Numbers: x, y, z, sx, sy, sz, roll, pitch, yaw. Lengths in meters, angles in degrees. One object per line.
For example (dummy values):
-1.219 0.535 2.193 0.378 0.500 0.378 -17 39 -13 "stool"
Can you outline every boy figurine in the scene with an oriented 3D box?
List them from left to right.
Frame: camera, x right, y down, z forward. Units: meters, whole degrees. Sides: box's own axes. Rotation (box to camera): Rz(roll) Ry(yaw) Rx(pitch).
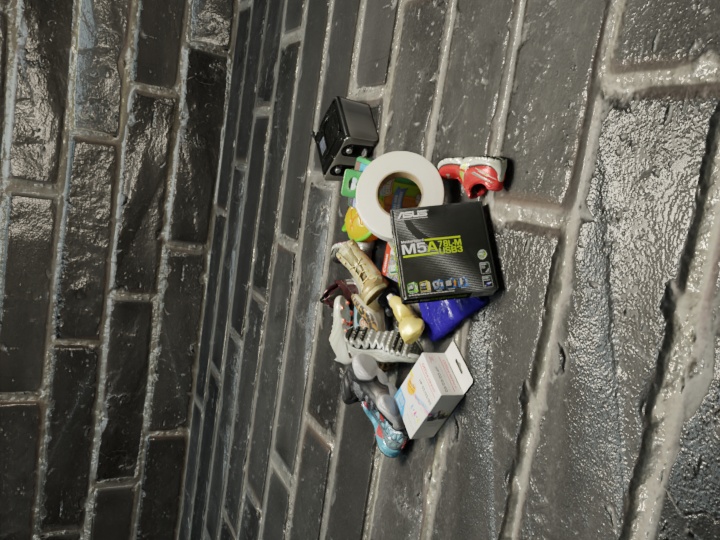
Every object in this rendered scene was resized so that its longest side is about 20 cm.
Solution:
0.104 0.114 1.459 0.064 0.125 0.200 -34 26 1 "boy figurine"

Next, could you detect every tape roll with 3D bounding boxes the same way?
0.086 -0.163 1.374 0.037 0.198 0.208 66 -160 -76 "tape roll"

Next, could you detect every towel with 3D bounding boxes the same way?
0.190 0.049 1.361 0.200 0.049 0.150 -49 44 48 "towel"

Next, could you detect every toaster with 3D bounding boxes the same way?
-0.049 -0.383 1.807 0.181 0.116 0.203 -52 43 45 "toaster"

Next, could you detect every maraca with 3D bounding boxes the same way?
0.009 -0.141 1.672 0.138 0.107 0.200 -53 26 -3 "maraca"

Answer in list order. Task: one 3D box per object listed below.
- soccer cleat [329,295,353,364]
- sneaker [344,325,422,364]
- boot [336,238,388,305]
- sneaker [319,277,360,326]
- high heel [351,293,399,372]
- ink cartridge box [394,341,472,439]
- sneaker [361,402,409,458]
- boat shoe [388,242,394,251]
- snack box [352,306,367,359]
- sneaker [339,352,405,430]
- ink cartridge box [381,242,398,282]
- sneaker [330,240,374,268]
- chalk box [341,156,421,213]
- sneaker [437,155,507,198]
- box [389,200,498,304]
-0.058 0.169 1.733 0.076 0.069 0.205 0 108 28 "soccer cleat"
0.057 0.192 1.509 0.196 0.075 0.083 10 127 22 "sneaker"
0.000 0.000 1.555 0.072 0.156 0.200 -39 0 12 "boot"
-0.070 0.114 1.778 0.075 0.113 0.205 35 116 58 "sneaker"
0.023 0.161 1.598 0.199 0.071 0.145 38 117 33 "high heel"
0.157 0.263 1.372 0.202 0.067 0.116 -63 35 35 "ink cartridge box"
0.072 0.352 1.538 0.096 0.078 0.202 -48 50 29 "sneaker"
0.125 -0.041 1.392 0.061 0.071 0.201 56 170 -26 "boat shoe"
0.020 0.196 1.677 0.115 0.036 0.205 -8 79 61 "snack box"
0.026 0.304 1.487 0.114 0.075 0.202 -43 76 37 "sneaker"
0.096 -0.034 1.549 0.199 0.049 0.112 29 111 59 "ink cartridge box"
-0.028 -0.032 1.763 0.198 0.072 0.090 -13 68 56 "sneaker"
0.051 -0.197 1.503 0.124 0.196 0.128 35 117 58 "chalk box"
0.226 -0.194 1.304 0.199 0.075 0.087 14 103 62 "sneaker"
0.167 -0.038 1.267 0.048 0.195 0.198 95 170 -72 "box"
